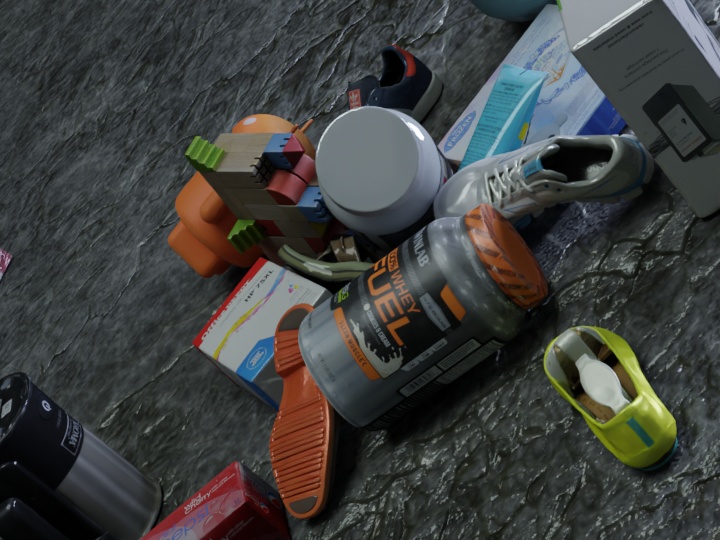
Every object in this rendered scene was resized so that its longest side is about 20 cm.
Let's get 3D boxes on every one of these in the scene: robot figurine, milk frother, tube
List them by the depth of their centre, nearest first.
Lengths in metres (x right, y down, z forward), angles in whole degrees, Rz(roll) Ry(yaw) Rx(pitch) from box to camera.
[{"bbox_3d":[0.113,-0.092,1.584,0.077,0.050,0.201,23,92,56],"label":"tube"},{"bbox_3d":[-0.335,0.237,1.698,0.199,0.188,0.181,-26,33,34],"label":"milk frother"},{"bbox_3d":[-0.122,-0.086,1.885,0.200,0.143,0.117,-49,44,14],"label":"robot figurine"}]

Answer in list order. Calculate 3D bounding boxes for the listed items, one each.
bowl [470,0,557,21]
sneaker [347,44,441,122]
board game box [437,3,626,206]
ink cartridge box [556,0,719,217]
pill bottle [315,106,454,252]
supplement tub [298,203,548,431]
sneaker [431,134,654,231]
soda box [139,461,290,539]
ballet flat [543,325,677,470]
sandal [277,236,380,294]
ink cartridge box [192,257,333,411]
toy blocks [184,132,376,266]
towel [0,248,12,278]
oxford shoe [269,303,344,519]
[{"bbox_3d":[0.175,-0.332,1.793,0.199,0.105,0.201,-23,29,13],"label":"bowl"},{"bbox_3d":[0.008,-0.153,1.840,0.075,0.084,0.201,-7,47,50],"label":"sneaker"},{"bbox_3d":[0.186,-0.163,1.651,0.200,0.043,0.199,-52,29,-9],"label":"board game box"},{"bbox_3d":[0.246,-0.164,1.407,0.084,0.200,0.146,-32,31,19],"label":"ink cartridge box"},{"bbox_3d":[0.023,-0.084,1.600,0.116,0.116,0.200,-45,-12,1],"label":"pill bottle"},{"bbox_3d":[0.055,0.038,1.490,0.199,0.123,0.123,-37,29,17],"label":"supplement tub"},{"bbox_3d":[0.147,-0.082,1.495,0.199,0.087,0.076,-18,75,20],"label":"sneaker"},{"bbox_3d":[-0.158,0.264,1.555,0.200,0.063,0.070,-41,28,12],"label":"soda box"},{"bbox_3d":[0.180,0.080,1.324,0.067,0.067,0.200,-44,28,6],"label":"ballet flat"},{"bbox_3d":[0.001,0.001,1.664,0.200,0.080,0.058,9,65,47],"label":"sandal"},{"bbox_3d":[-0.090,0.061,1.718,0.116,0.067,0.200,-51,28,-9],"label":"ink cartridge box"},{"bbox_3d":[-0.064,-0.069,1.738,0.136,0.200,0.100,3,53,40],"label":"toy blocks"},{"bbox_3d":[-0.570,0.066,2.417,0.143,0.023,0.201,-21,38,41],"label":"towel"},{"bbox_3d":[-0.034,0.131,1.561,0.071,0.073,0.202,-18,58,33],"label":"oxford shoe"}]
